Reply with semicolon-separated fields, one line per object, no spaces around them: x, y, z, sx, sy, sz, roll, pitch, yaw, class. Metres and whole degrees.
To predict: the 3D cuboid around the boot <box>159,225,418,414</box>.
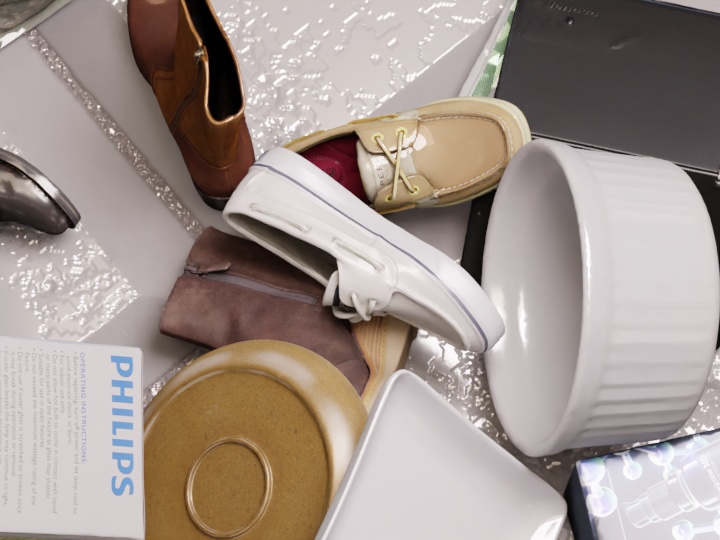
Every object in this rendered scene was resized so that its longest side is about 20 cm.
-0.056;0.062;1.704;0.165;0.073;0.201;12;50;10;boot

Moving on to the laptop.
0.179;-0.075;1.763;0.186;0.116;0.201;12;115;5;laptop

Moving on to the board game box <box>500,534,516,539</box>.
-0.014;0.204;1.686;0.199;0.045;0.135;22;74;7;board game box

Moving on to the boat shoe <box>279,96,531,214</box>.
0.018;-0.068;1.716;0.199;0.066;0.074;-13;96;29;boat shoe

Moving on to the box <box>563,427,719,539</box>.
0.246;0.182;1.661;0.199;0.107;0.149;-13;74;-3;box

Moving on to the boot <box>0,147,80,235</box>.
-0.307;-0.008;1.735;0.199;0.069;0.175;19;71;5;boot

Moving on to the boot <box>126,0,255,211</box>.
-0.120;-0.150;1.714;0.068;0.200;0.189;-12;73;-3;boot

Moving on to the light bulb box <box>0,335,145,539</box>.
-0.264;0.113;1.594;0.199;0.198;0.126;6;77;-32;light bulb box

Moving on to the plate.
0.032;0.189;1.594;0.032;0.199;0.201;9;67;45;plate

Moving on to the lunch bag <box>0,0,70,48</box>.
-0.301;-0.229;1.786;0.200;0.118;0.164;-39;76;-5;lunch bag

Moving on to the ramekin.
0.153;0.018;1.636;0.097;0.200;0.202;1;72;-15;ramekin

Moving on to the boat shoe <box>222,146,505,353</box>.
0.000;0.000;1.669;0.200;0.072;0.066;38;67;3;boat shoe

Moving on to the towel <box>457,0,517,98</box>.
0.177;-0.117;1.799;0.199;0.031;0.150;26;77;5;towel

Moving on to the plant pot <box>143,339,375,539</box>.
-0.079;0.140;1.634;0.199;0.027;0.201;-9;72;29;plant pot
